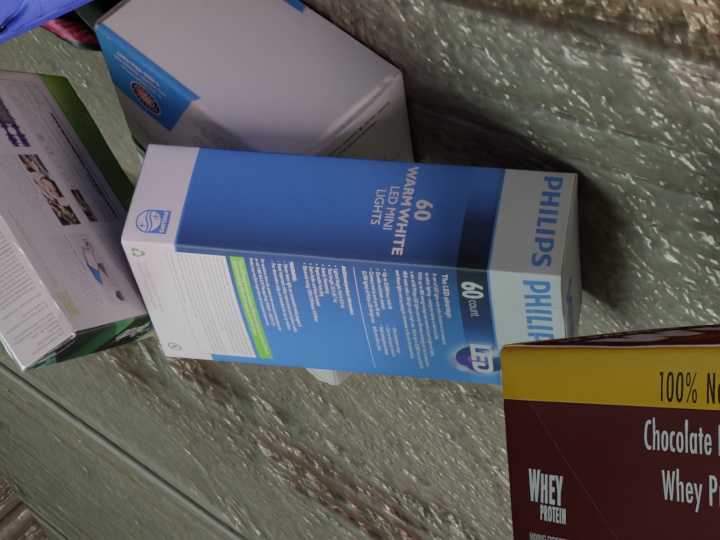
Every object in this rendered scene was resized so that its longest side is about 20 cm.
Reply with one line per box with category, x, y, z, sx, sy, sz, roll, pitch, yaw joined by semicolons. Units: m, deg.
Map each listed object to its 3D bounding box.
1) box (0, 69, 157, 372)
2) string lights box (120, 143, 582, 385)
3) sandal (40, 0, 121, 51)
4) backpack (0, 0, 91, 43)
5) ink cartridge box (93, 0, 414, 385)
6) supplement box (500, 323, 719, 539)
box;-0.151;-0.029;0.918;0.145;0.036;0.200;58;-167;4
string lights box;0.000;0.000;0.891;0.199;0.059;0.103;5;147;11
sandal;-0.166;-0.148;1.119;0.200;0.045;0.075;47;-164;1
backpack;-0.135;-0.214;0.796;0.168;0.162;0.201;-8;109;61
ink cartridge box;-0.046;-0.053;1.013;0.146;0.086;0.200;38;160;27
supplement box;0.156;0.119;0.683;0.197;0.132;0.201;174;92;-68
